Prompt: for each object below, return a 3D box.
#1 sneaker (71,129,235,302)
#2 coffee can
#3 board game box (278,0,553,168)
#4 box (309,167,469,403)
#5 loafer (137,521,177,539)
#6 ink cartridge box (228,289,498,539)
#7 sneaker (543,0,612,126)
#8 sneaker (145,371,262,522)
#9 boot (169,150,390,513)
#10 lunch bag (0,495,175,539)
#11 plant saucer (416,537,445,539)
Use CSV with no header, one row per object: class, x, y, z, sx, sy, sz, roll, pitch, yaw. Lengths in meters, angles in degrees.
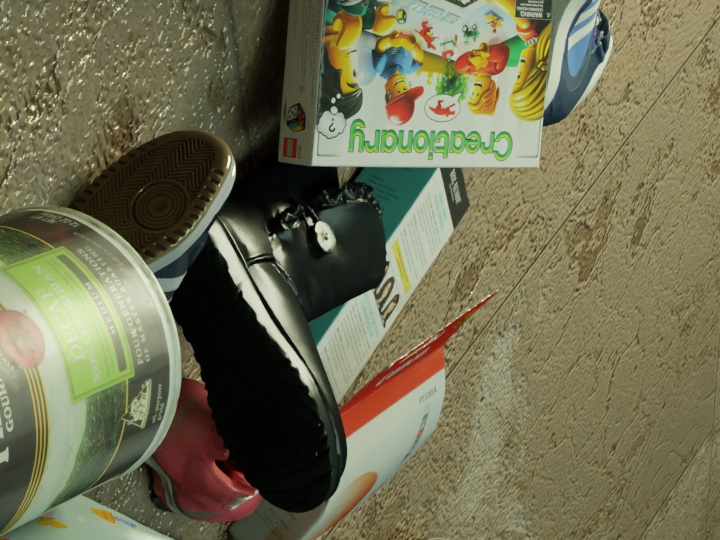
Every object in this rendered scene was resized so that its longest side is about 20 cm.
sneaker,-0.129,0.021,1.307,0.200,0.070,0.109,-53,149,-13
coffee can,-0.198,0.059,1.104,0.200,0.146,0.146,-25,133,-58
board game box,0.037,-0.127,1.455,0.200,0.035,0.126,-3,100,-43
box,0.000,0.000,1.588,0.200,0.049,0.082,-56,155,-23
loafer,-0.128,0.201,1.486,0.072,0.063,0.200,-67,157,1
ink cartridge box,0.016,0.111,1.626,0.200,0.050,0.162,-45,172,36
sneaker,0.143,-0.200,1.685,0.146,0.081,0.200,-19,125,-70
sneaker,-0.086,0.124,1.474,0.074,0.087,0.200,-60,156,-12
boot,-0.030,0.026,1.415,0.076,0.200,0.168,-27,180,38
lunch bag,-0.200,0.175,1.175,0.200,0.170,0.122,-11,119,-61
plant saucer,0.014,0.304,1.922,0.200,0.032,0.200,-47,151,-37
